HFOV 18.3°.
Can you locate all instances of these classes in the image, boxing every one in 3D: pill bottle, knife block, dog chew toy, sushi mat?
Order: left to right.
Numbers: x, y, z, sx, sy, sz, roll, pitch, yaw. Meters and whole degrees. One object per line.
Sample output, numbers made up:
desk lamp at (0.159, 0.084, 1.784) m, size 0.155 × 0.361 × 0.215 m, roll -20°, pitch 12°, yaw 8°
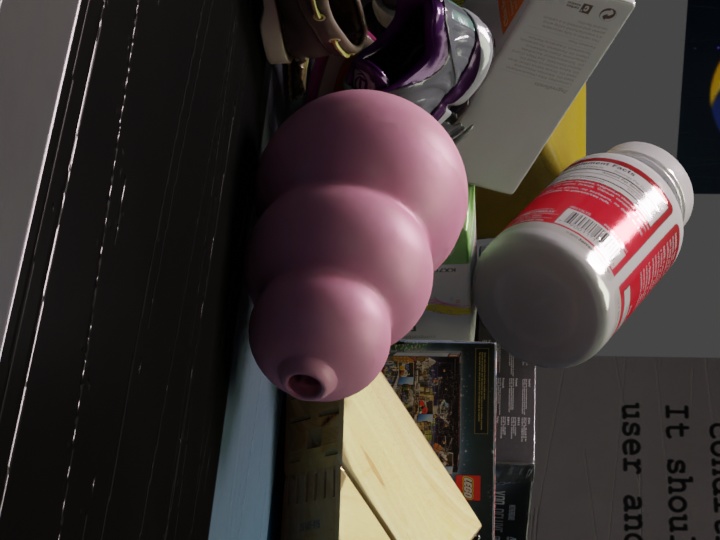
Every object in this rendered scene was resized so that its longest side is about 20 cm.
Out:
sushi mat at (-0.035, -0.200, 1.519) m, size 0.200 × 0.012 × 0.096 m, roll -81°, pitch 169°, yaw -60°
dog chew toy at (-0.009, -0.009, 1.263) m, size 0.125 × 0.124 × 0.200 m, roll 86°, pitch 14°, yaw -46°
knife block at (0.034, 0.161, 1.479) m, size 0.064 × 0.175 × 0.200 m, roll -17°, pitch -114°, yaw 48°
pill bottle at (0.175, -0.019, 1.688) m, size 0.200 × 0.112 × 0.112 m, roll -42°, pitch 138°, yaw -48°

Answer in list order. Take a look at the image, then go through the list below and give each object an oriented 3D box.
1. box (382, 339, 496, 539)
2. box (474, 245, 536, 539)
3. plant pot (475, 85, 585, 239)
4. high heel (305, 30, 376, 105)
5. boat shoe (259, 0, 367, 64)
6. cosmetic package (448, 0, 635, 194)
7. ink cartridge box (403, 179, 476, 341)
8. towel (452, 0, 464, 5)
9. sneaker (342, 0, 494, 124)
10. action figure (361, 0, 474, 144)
box at (0.026, 0.148, 1.556) m, size 0.038 × 0.136 × 0.200 m, roll 20°, pitch 71°, yaw -85°
box at (0.115, 0.104, 1.806) m, size 0.158 × 0.050 × 0.200 m, roll 89°, pitch 4°, yaw -57°
plant pot at (0.069, -0.155, 1.797) m, size 0.176 × 0.200 × 0.200 m, roll 68°, pitch 21°, yaw -51°
high heel at (-0.020, -0.116, 1.494) m, size 0.096 × 0.067 × 0.200 m, roll 58°, pitch -17°, yaw 31°
boat shoe at (-0.032, -0.182, 1.277) m, size 0.200 × 0.059 × 0.072 m, roll 81°, pitch 11°, yaw -63°
cosmetic package at (0.113, -0.159, 1.572) m, size 0.200 × 0.071 × 0.102 m, roll 120°, pitch -24°, yaw -44°
ink cartridge box at (0.029, 0.008, 1.689) m, size 0.200 × 0.117 × 0.067 m, roll 84°, pitch 10°, yaw -51°
towel at (0.071, -0.234, 1.704) m, size 0.018 × 0.200 × 0.086 m, roll 52°, pitch 35°, yaw -51°
sneaker at (-0.002, -0.089, 1.384) m, size 0.200 × 0.074 × 0.088 m, roll -57°, pitch 148°, yaw 0°
action figure at (0.024, -0.141, 1.547) m, size 0.069 × 0.130 × 0.200 m, roll -38°, pitch 146°, yaw -25°
